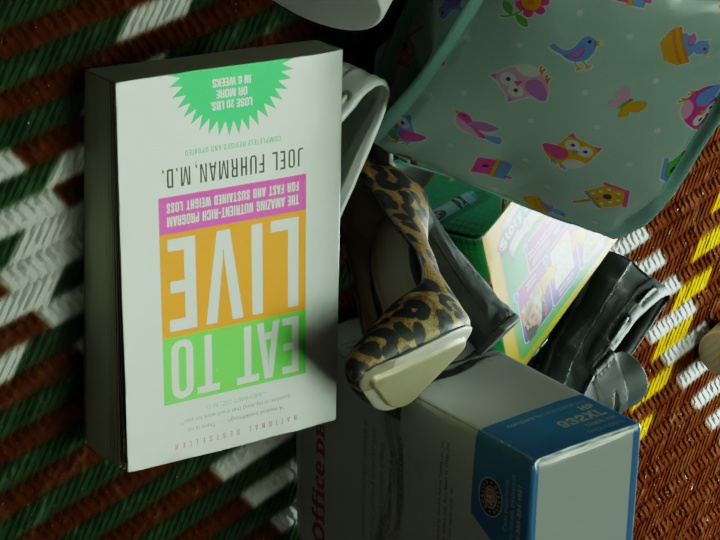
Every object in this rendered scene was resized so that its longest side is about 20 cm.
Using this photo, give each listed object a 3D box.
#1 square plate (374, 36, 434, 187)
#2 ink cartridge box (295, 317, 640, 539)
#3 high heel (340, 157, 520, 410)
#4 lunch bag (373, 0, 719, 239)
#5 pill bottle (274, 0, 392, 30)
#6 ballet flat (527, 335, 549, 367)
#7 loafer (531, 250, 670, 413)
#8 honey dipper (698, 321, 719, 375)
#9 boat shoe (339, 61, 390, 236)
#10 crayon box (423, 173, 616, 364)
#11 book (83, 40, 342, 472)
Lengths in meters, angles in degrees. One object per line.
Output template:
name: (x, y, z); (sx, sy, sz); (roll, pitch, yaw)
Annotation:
square plate: (0.061, -0.078, 1.644); (0.200, 0.028, 0.198); (-36, 131, -49)
ink cartridge box: (0.057, 0.123, 1.535); (0.084, 0.200, 0.145); (-18, 120, -35)
high heel: (0.000, 0.000, 1.465); (0.071, 0.143, 0.200); (-45, 171, 22)
lunch bag: (0.110, -0.117, 1.482); (0.122, 0.170, 0.200); (-88, -157, -49)
pill bottle: (0.015, -0.229, 1.411); (0.200, 0.112, 0.112); (-64, 149, -20)
ballet flat: (0.080, 0.069, 1.713); (0.200, 0.069, 0.070); (-41, 136, -47)
loafer: (0.141, 0.065, 1.663); (0.068, 0.070, 0.201); (103, 10, -46)
honey dipper: (0.321, 0.027, 2.133); (0.200, 0.038, 0.038); (-36, 133, -52)
boat shoe: (-0.044, -0.024, 1.447); (0.074, 0.067, 0.200); (32, 75, -59)
crayon box: (0.104, -0.041, 1.647); (0.200, 0.058, 0.119); (-51, 142, -37)
book: (-0.073, -0.010, 1.379); (0.133, 0.048, 0.200); (-11, 111, -31)
